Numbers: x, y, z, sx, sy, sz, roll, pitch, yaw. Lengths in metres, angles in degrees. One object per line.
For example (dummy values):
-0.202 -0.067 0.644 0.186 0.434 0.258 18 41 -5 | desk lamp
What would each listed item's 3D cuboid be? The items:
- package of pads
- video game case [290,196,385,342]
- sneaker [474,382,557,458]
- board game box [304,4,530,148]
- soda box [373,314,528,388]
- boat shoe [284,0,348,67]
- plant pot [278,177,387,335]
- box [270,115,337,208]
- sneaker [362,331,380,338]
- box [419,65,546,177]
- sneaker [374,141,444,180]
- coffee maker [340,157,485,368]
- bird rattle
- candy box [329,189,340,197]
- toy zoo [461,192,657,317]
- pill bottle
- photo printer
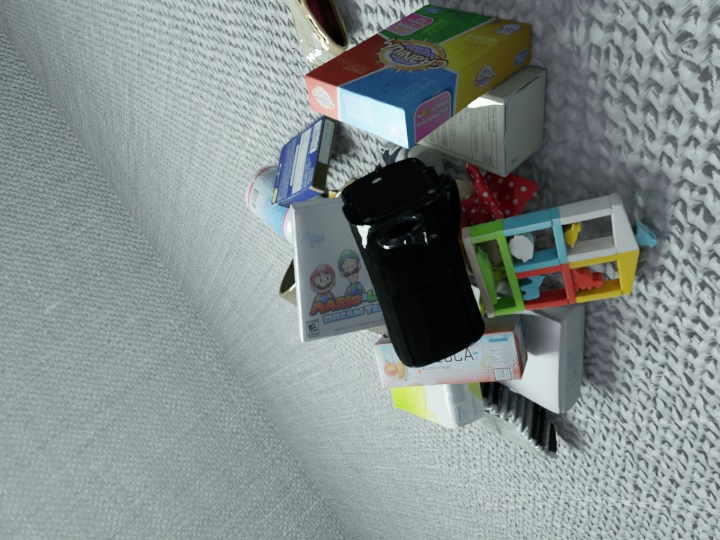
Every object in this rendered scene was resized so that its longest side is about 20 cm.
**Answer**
0.105 0.153 0.932 0.199 0.066 0.160 -5 97 65 | package of pads
0.009 -0.009 0.774 0.024 0.193 0.188 -131 35 -59 | video game case
0.233 0.233 0.950 0.198 0.076 0.081 39 136 -10 | sneaker
0.061 -0.212 0.624 0.151 0.199 0.041 30 147 38 | board game box
0.119 0.108 0.791 0.194 0.068 0.066 -8 101 25 | soda box
-0.069 -0.385 0.802 0.068 0.074 0.204 -3 120 46 | boat shoe
0.000 0.000 0.881 0.172 0.204 0.199 36 157 -13 | plant pot
-0.103 -0.183 1.050 0.032 0.126 0.198 14 170 -27 | box
0.026 0.078 1.187 0.196 0.075 0.095 22 133 37 | sneaker
0.112 -0.195 0.695 0.198 0.077 0.097 33 147 38 | box
0.076 -0.101 0.878 0.129 0.079 0.202 36 159 51 | sneaker
0.058 0.005 0.678 0.130 0.194 0.204 -12 120 20 | coffee maker
0.141 -0.050 0.756 0.162 0.112 0.204 30 151 49 | bird rattle
-0.009 -0.030 1.023 0.114 0.054 0.208 22 113 55 | candy box
0.222 -0.013 0.657 0.194 0.021 0.133 -11 131 21 | toy zoo
-0.131 -0.118 1.168 0.198 0.108 0.111 37 150 32 | pill bottle
0.218 0.088 0.848 0.197 0.068 0.171 26 136 45 | photo printer
